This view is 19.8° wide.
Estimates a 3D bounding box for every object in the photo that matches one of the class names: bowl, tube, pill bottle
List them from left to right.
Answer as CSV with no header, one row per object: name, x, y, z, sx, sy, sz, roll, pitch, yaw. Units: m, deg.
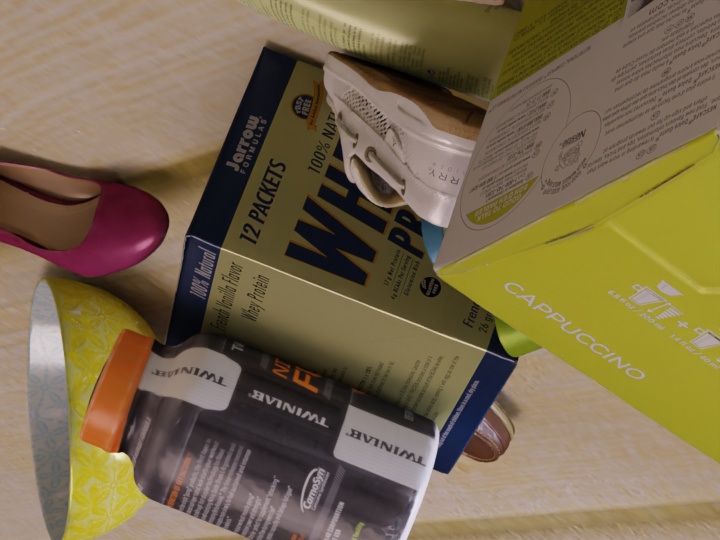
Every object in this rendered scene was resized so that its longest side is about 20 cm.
bowl,-0.184,0.103,1.556,0.107,0.201,0.200,-3,159,-17
pill bottle,-0.062,0.103,1.212,0.199,0.107,0.106,22,154,-4
tube,0.002,-0.137,1.089,0.199,0.052,0.058,18,132,11

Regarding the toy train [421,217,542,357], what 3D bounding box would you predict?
toy train,0.124,0.022,1.095,0.115,0.085,0.200,-16,125,30

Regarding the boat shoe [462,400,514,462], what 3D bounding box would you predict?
boat shoe,0.022,0.091,1.475,0.200,0.068,0.072,33,151,-23

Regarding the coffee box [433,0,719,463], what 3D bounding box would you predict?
coffee box,0.186,-0.054,0.930,0.199,0.199,0.200,33,148,-21

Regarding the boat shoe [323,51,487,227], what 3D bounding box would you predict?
boat shoe,0.016,-0.069,1.090,0.070,0.070,0.200,14,-169,-17

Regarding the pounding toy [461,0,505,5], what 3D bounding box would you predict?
pounding toy,-0.001,-0.197,0.870,0.199,0.143,0.184,9,152,23

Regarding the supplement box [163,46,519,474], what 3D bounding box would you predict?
supplement box,0.000,0.000,1.247,0.199,0.135,0.200,21,154,0

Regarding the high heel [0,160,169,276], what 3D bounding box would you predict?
high heel,-0.220,-0.043,1.395,0.199,0.068,0.096,0,158,42
